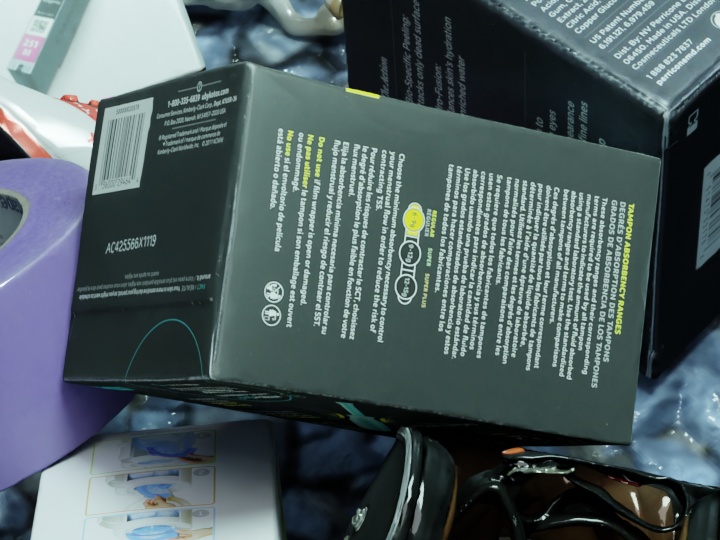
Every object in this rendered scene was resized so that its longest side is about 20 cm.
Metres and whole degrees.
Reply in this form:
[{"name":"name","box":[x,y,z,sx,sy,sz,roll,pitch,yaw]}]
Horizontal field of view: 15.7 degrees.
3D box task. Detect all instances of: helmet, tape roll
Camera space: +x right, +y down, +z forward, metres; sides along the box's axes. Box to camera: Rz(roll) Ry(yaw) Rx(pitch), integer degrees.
[{"name":"helmet","box":[0.067,0.168,1.044,0.200,0.200,0.191,10,87,10]},{"name":"tape roll","box":[-0.197,0.032,1.171,0.200,0.085,0.200,-18,23,8]}]

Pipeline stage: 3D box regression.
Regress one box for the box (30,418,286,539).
[{"name":"box","box":[-0.078,0.153,1.062,0.101,0.113,0.200,-6,19,-1]}]

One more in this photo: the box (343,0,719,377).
[{"name":"box","box":[0.099,-0.091,1.224,0.200,0.197,0.117,36,62,26]}]

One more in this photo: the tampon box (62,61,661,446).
[{"name":"tampon box","box":[0.000,0.000,1.095,0.200,0.150,0.126,11,81,-30]}]

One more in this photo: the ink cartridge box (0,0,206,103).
[{"name":"ink cartridge box","box":[-0.199,-0.145,1.313,0.200,0.044,0.174,-20,85,-5]}]

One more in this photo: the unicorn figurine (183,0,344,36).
[{"name":"unicorn figurine","box":[-0.060,-0.175,1.368,0.137,0.074,0.200,19,87,21]}]

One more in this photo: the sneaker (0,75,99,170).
[{"name":"sneaker","box":[-0.105,-0.054,1.274,0.201,0.067,0.108,38,62,2]}]
